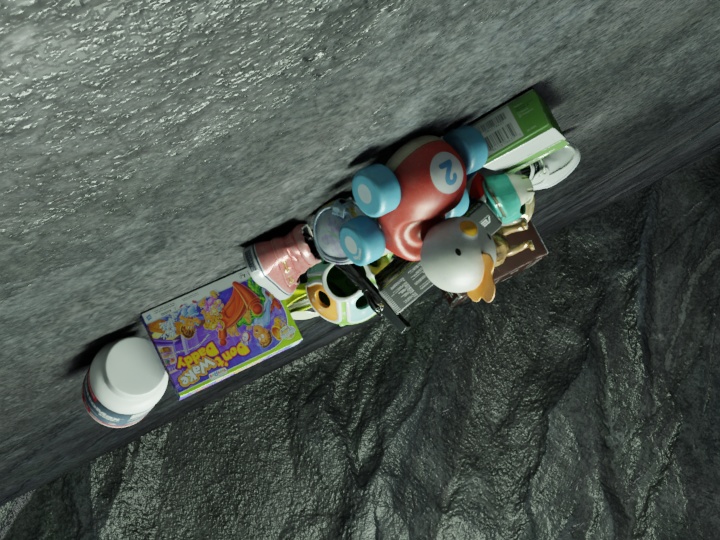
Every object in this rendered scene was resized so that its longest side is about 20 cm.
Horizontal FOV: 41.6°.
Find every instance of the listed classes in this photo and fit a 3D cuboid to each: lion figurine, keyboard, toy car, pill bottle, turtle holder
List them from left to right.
[{"bbox_3d":[-0.365,0.170,1.478,0.119,0.120,0.200,-23,171,-27],"label":"pill bottle"},{"bbox_3d":[-0.002,0.016,1.388,0.021,0.200,0.127,-44,171,4],"label":"keyboard"},{"bbox_3d":[-0.001,0.011,1.555,0.185,0.141,0.132,-14,173,2],"label":"turtle holder"},{"bbox_3d":[0.110,-0.049,1.179,0.184,0.200,0.177,-27,152,-31],"label":"toy car"},{"bbox_3d":[0.211,-0.062,1.541,0.122,0.073,0.200,-18,-159,12],"label":"lion figurine"}]

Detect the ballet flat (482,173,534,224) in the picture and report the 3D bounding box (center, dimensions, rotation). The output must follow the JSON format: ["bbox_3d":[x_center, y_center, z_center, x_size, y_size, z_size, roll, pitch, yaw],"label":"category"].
[{"bbox_3d":[0.217,-0.112,1.381,0.070,0.067,0.200,-27,173,6],"label":"ballet flat"}]

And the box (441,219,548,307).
[{"bbox_3d":[0.239,-0.049,1.903,0.200,0.165,0.166,-26,173,-4],"label":"box"}]

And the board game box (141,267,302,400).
[{"bbox_3d":[-0.205,0.087,1.408,0.200,0.135,0.045,-25,173,-18],"label":"board game box"}]

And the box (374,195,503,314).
[{"bbox_3d":[0.111,-0.027,1.413,0.200,0.044,0.160,-41,-172,3],"label":"box"}]

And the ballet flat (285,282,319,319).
[{"bbox_3d":[-0.066,0.044,1.648,0.199,0.067,0.067,-17,146,-8],"label":"ballet flat"}]

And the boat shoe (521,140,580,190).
[{"bbox_3d":[0.287,-0.167,1.606,0.200,0.074,0.067,-25,175,-6],"label":"boat shoe"}]

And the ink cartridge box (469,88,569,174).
[{"bbox_3d":[0.220,-0.185,1.308,0.104,0.059,0.200,-28,173,17],"label":"ink cartridge box"}]

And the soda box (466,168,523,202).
[{"bbox_3d":[0.163,-0.119,1.528,0.200,0.068,0.064,-31,172,26],"label":"soda box"}]

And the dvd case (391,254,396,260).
[{"bbox_3d":[0.111,-0.060,1.686,0.146,0.022,0.200,-26,-165,-8],"label":"dvd case"}]

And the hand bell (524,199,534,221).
[{"bbox_3d":[0.210,-0.124,1.704,0.200,0.104,0.104,-2,158,-41],"label":"hand bell"}]

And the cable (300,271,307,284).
[{"bbox_3d":[-0.105,0.011,1.687,0.097,0.050,0.200,4,140,-43],"label":"cable"}]

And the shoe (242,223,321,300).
[{"bbox_3d":[-0.096,-0.011,1.350,0.091,0.072,0.200,-22,169,6],"label":"shoe"}]

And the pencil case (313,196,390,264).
[{"bbox_3d":[0.020,-0.065,1.338,0.083,0.091,0.200,5,-168,36],"label":"pencil case"}]
